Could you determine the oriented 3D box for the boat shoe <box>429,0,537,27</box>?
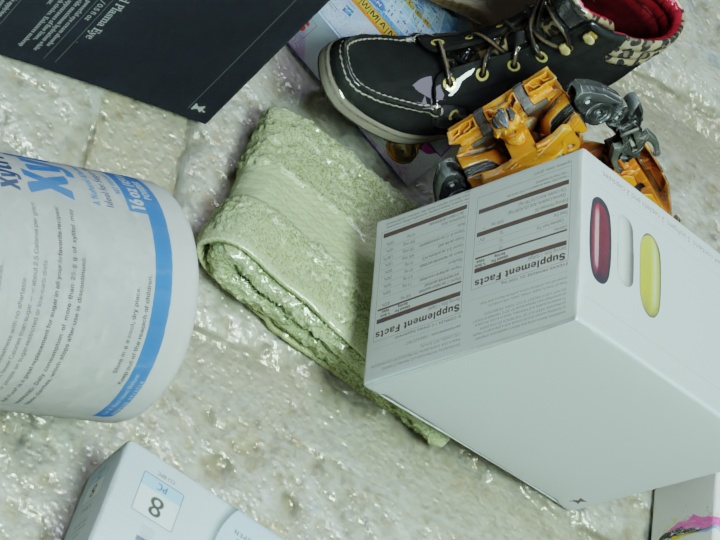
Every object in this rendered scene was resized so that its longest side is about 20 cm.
[{"bbox_3d":[0.070,-0.202,1.634,0.199,0.072,0.065,34,10,-13],"label":"boat shoe"}]

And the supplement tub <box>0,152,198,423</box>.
[{"bbox_3d":[-0.195,0.004,1.282,0.199,0.132,0.133,10,57,-37],"label":"supplement tub"}]

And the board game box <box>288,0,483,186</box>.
[{"bbox_3d":[0.025,-0.184,1.655,0.200,0.041,0.199,51,44,-3],"label":"board game box"}]

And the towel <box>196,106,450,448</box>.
[{"bbox_3d":[0.000,0.000,1.519,0.200,0.036,0.149,38,44,-15],"label":"towel"}]

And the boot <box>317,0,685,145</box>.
[{"bbox_3d":[0.088,-0.135,1.538,0.199,0.150,0.074,11,58,-36],"label":"boot"}]

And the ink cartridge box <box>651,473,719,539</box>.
[{"bbox_3d":[0.241,0.199,1.570,0.116,0.067,0.201,30,46,-21],"label":"ink cartridge box"}]

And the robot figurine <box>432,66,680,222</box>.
[{"bbox_3d":[0.120,-0.050,1.547,0.200,0.144,0.058,48,14,-52],"label":"robot figurine"}]

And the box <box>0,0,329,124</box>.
[{"bbox_3d":[-0.115,-0.198,1.432,0.181,0.200,0.105,18,51,-31],"label":"box"}]

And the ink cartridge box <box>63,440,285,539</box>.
[{"bbox_3d":[-0.093,0.208,1.294,0.160,0.047,0.201,35,44,-18],"label":"ink cartridge box"}]

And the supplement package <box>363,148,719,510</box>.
[{"bbox_3d":[0.126,0.041,1.473,0.200,0.155,0.112,32,51,-40],"label":"supplement package"}]
